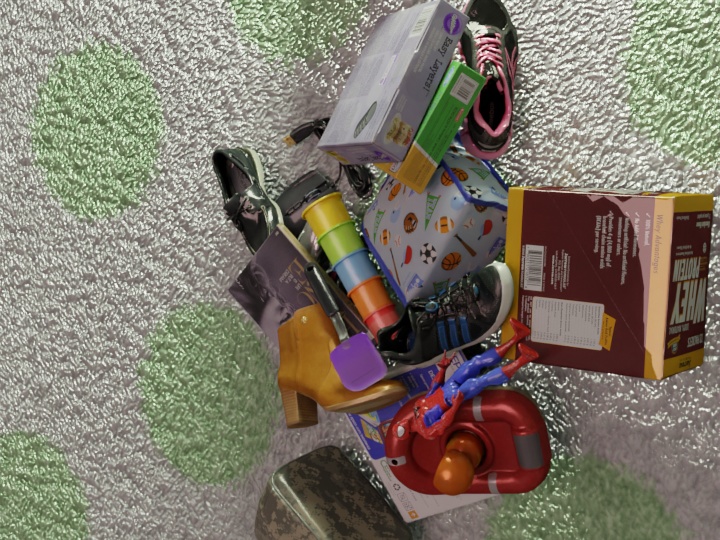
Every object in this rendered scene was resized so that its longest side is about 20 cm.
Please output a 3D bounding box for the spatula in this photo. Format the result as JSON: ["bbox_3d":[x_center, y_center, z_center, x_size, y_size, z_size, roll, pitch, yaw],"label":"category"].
[{"bbox_3d":[-0.029,0.063,1.611,0.056,0.021,0.201,-32,51,4],"label":"spatula"}]

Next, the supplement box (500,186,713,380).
[{"bbox_3d":[0.280,0.007,1.495,0.198,0.132,0.200,6,96,33],"label":"supplement box"}]

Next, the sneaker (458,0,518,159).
[{"bbox_3d":[0.156,-0.239,1.567,0.078,0.095,0.203,-3,83,1],"label":"sneaker"}]

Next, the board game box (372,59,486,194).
[{"bbox_3d":[0.064,-0.186,1.591,0.154,0.040,0.200,-60,22,4],"label":"board game box"}]

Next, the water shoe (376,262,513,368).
[{"bbox_3d":[0.096,0.057,1.517,0.200,0.078,0.072,-43,52,40],"label":"water shoe"}]

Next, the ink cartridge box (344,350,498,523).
[{"bbox_3d":[0.095,0.204,1.649,0.198,0.047,0.199,-24,100,30],"label":"ink cartridge box"}]

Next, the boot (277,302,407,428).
[{"bbox_3d":[-0.031,0.108,1.632,0.200,0.070,0.146,-18,70,38],"label":"boot"}]

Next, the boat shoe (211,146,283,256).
[{"bbox_3d":[-0.158,-0.092,1.783,0.074,0.066,0.201,-42,50,36],"label":"boat shoe"}]

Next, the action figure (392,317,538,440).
[{"bbox_3d":[0.110,0.132,1.492,0.200,0.051,0.066,-43,41,24],"label":"action figure"}]

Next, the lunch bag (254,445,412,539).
[{"bbox_3d":[-0.047,0.358,1.735,0.200,0.138,0.169,45,133,25],"label":"lunch bag"}]

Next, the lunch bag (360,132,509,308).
[{"bbox_3d":[0.092,-0.071,1.619,0.171,0.123,0.201,-58,41,22],"label":"lunch bag"}]

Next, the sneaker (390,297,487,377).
[{"bbox_3d":[0.077,0.093,1.681,0.198,0.072,0.073,26,128,28],"label":"sneaker"}]

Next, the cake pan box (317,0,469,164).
[{"bbox_3d":[0.036,-0.226,1.580,0.184,0.052,0.202,6,70,65],"label":"cake pan box"}]

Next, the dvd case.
[{"bbox_3d":[-0.075,0.057,1.721,0.200,0.016,0.149,48,131,7],"label":"dvd case"}]

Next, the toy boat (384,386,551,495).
[{"bbox_3d":[0.118,0.216,1.541,0.197,0.131,0.132,-6,109,27],"label":"toy boat"}]

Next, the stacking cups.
[{"bbox_3d":[0.000,0.000,1.655,0.060,0.060,0.201,-38,77,29],"label":"stacking cups"}]

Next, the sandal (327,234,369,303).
[{"bbox_3d":[-0.038,0.043,1.743,0.045,0.075,0.202,20,112,-14],"label":"sandal"}]

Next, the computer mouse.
[{"bbox_3d":[-0.086,-0.114,1.783,0.199,0.046,0.142,-36,75,30],"label":"computer mouse"}]

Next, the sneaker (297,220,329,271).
[{"bbox_3d":[-0.091,-0.002,1.758,0.081,0.075,0.202,26,114,11],"label":"sneaker"}]
